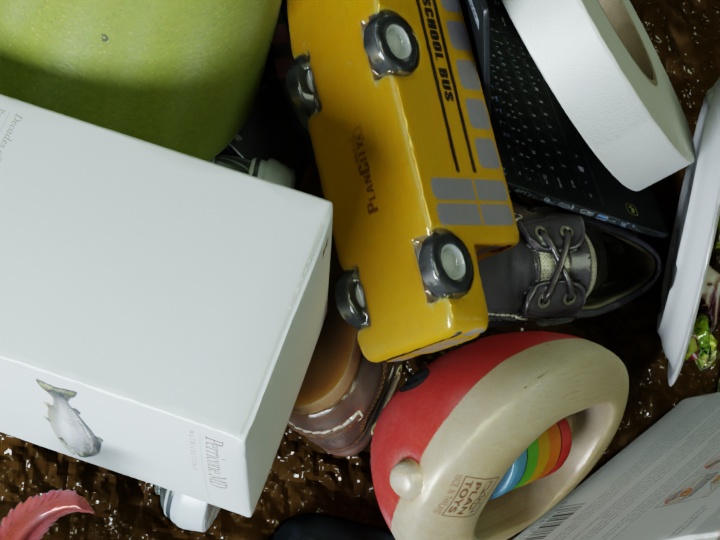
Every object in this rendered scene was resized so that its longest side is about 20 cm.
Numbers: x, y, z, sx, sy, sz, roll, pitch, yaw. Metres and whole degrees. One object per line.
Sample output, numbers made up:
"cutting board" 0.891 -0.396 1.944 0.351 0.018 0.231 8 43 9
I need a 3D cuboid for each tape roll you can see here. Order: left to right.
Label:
"tape roll" 0.119 -0.138 0.850 0.203 0.037 0.203 50 22 -29

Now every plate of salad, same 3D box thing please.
"plate of salad" 0.207 -0.030 0.906 0.048 0.200 0.201 11 68 8

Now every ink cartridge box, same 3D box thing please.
"ink cartridge box" 0.188 0.117 0.846 0.200 0.176 0.045 -31 96 -37

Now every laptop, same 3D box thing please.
"laptop" 0.099 -0.134 0.865 0.200 0.103 0.178 15 44 -30

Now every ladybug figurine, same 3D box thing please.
"ladybug figurine" 0.068 0.085 0.828 0.072 0.136 0.200 40 21 25

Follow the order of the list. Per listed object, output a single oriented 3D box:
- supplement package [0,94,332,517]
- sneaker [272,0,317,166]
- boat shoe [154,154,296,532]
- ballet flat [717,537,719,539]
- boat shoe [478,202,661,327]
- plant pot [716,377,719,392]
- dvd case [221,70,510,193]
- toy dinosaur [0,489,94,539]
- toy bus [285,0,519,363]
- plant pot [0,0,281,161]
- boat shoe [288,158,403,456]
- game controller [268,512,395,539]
"supplement package" -0.123 0.012 0.706 0.199 0.117 0.118 18 65 6
"sneaker" -0.025 -0.139 0.838 0.070 0.082 0.200 -21 62 7
"boat shoe" -0.083 0.032 0.802 0.071 0.072 0.201 10 64 -1
"ballet flat" 0.164 0.199 0.883 0.068 0.068 0.200 44 60 -13
"boat shoe" 0.101 -0.005 0.868 0.200 0.065 0.072 0 91 -54
"plant pot" 0.350 0.092 0.949 0.200 0.184 0.201 8 72 -26
"dvd case" 0.026 -0.086 0.917 0.149 0.016 0.200 47 59 -10
"toy dinosaur" -0.192 0.210 0.644 0.105 0.200 0.182 15 37 -9
"toy bus" 0.021 -0.060 0.759 0.078 0.065 0.201 -3 75 -47
"plant pot" -0.108 -0.166 0.736 0.187 0.200 0.188 9 62 -17
"boat shoe" 0.000 0.000 0.839 0.070 0.070 0.200 51 49 -49
"game controller" -0.014 0.226 0.802 0.104 0.042 0.201 14 69 -10
